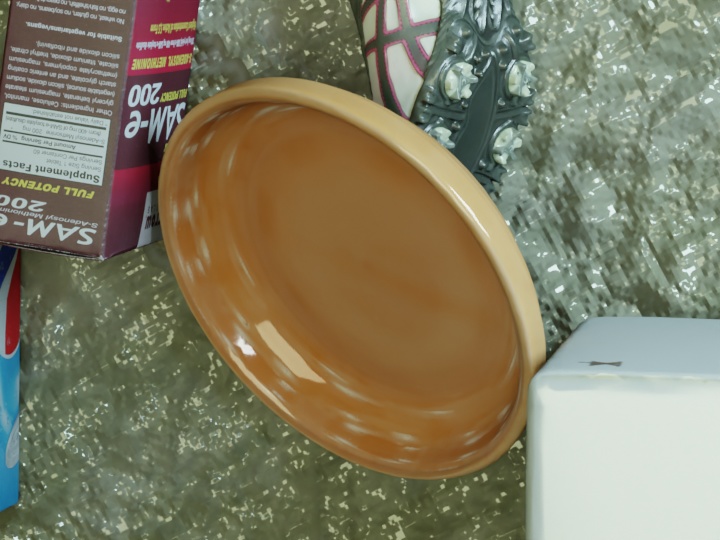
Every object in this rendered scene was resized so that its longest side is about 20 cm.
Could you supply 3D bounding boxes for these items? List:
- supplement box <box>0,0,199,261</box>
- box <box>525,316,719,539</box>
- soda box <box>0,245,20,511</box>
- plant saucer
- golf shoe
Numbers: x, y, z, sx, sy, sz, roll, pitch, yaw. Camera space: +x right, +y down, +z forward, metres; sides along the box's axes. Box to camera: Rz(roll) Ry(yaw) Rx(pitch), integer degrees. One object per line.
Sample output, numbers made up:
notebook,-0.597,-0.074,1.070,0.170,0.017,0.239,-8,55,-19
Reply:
supplement box,-0.112,-0.111,1.290,0.061,0.109,0.200,10,98,11
box,0.173,0.113,1.204,0.200,0.199,0.172,0,95,10
soda box,-0.196,0.013,1.342,0.068,0.064,0.200,2,96,11
plant saucer,0.000,0.000,1.267,0.200,0.037,0.200,25,136,26
golf shoe,0.031,-0.108,1.289,0.088,0.077,0.200,21,104,36
